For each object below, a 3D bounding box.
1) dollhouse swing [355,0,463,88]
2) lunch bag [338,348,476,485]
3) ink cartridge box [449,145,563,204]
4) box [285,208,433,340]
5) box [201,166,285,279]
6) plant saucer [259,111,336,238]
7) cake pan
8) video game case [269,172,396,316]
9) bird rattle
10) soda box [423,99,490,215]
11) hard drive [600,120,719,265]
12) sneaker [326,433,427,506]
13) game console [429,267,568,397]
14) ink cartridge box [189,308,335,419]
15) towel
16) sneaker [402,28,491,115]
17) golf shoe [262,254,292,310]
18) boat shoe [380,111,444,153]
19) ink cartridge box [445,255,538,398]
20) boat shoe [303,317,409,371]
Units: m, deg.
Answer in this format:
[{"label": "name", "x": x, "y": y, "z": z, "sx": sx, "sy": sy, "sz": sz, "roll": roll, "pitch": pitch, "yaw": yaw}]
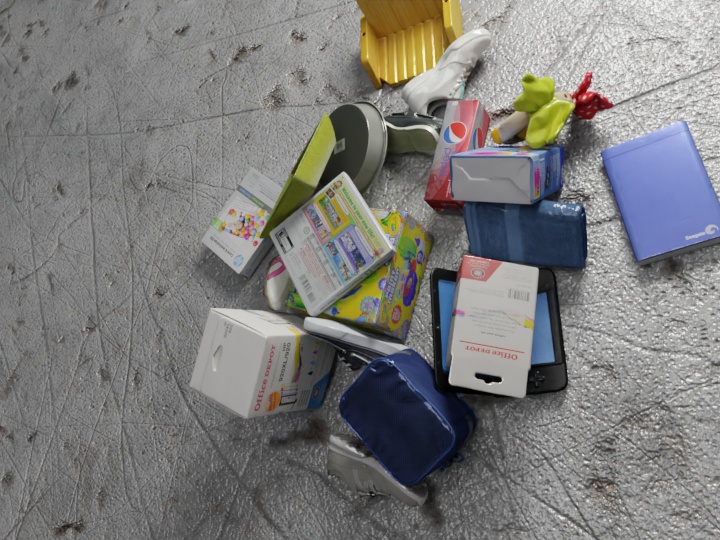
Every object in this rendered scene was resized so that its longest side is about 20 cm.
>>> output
[{"label": "dollhouse swing", "x": 0.077, "y": -0.500, "z": 1.278, "sx": 0.200, "sy": 0.176, "sz": 0.182, "roll": -11, "pitch": 66, "yaw": 26}, {"label": "lunch bag", "x": 0.084, "y": 0.225, "z": 1.012, "sx": 0.200, "sy": 0.132, "sz": 0.136, "roll": 48, "pitch": 112, "yaw": 15}, {"label": "ink cartridge box", "x": 0.247, "y": -0.162, "z": 1.062, "sx": 0.136, "sy": 0.200, "sz": 0.076, "roll": 7, "pitch": 106, "yaw": 31}, {"label": "box", "x": 0.000, "y": 0.000, "z": 1.166, "sx": 0.193, "sy": 0.122, "sz": 0.200, "roll": 10, "pitch": 77, "yaw": 33}, {"label": "box", "x": -0.237, "y": -0.105, "z": 1.397, "sx": 0.156, "sy": 0.041, "sz": 0.200, "roll": 37, "pitch": 94, "yaw": 35}, {"label": "plant saucer", "x": -0.112, "y": -0.171, "z": 1.245, "sx": 0.200, "sy": 0.048, "sz": 0.200, "roll": -49, "pitch": 17, "yaw": 49}, {"label": "cake pan", "x": -0.027, "y": -0.238, "z": 1.280, "sx": 0.200, "sy": 0.037, "sz": 0.200, "roll": -10, "pitch": 77, "yaw": 49}, {"label": "video game case", "x": -0.054, "y": -0.048, "z": 1.130, "sx": 0.182, "sy": 0.022, "sz": 0.200, "roll": -38, "pitch": 56, "yaw": 12}, {"label": "bird rattle", "x": 0.300, "y": -0.263, "z": 1.066, "sx": 0.163, "sy": 0.200, "sz": 0.113, "roll": -29, "pitch": 91, "yaw": 45}, {"label": "soda box", "x": 0.176, "y": -0.203, "z": 1.170, "sx": 0.063, "sy": 0.070, "sz": 0.200, "roll": 7, "pitch": 75, "yaw": 32}, {"label": "hard drive", "x": 0.462, "y": -0.120, "z": 0.995, "sx": 0.132, "sy": 0.025, "sz": 0.200, "roll": -19, "pitch": 63, "yaw": 23}, {"label": "sneaker", "x": 0.025, "y": 0.340, "z": 1.066, "sx": 0.200, "sy": 0.075, "sz": 0.082, "roll": 19, "pitch": 96, "yaw": 41}, {"label": "game console", "x": 0.213, "y": 0.088, "z": 1.010, "sx": 0.176, "sy": 0.116, "sz": 0.200, "roll": -11, "pitch": 67, "yaw": 27}, {"label": "ink cartridge box", "x": -0.165, "y": 0.158, "z": 1.140, "sx": 0.145, "sy": 0.200, "sz": 0.147, "roll": 18, "pitch": 96, "yaw": 34}, {"label": "towel", "x": 0.265, "y": -0.065, "z": 1.047, "sx": 0.200, "sy": 0.112, "sz": 0.049, "roll": 10, "pitch": 35, "yaw": 36}, {"label": "sneaker", "x": 0.179, "y": -0.367, "z": 1.240, "sx": 0.200, "sy": 0.075, "sz": 0.089, "roll": -39, "pitch": 69, "yaw": 20}, {"label": "golf shoe", "x": -0.120, "y": -0.009, "z": 1.240, "sx": 0.092, "sy": 0.073, "sz": 0.200, "roll": 0, "pitch": 50, "yaw": 30}, {"label": "boat shoe", "x": 0.088, "y": -0.274, "z": 1.253, "sx": 0.066, "sy": 0.075, "sz": 0.199, "roll": -46, "pitch": 34, "yaw": -24}, {"label": "ink cartridge box", "x": 0.192, "y": 0.088, "z": 0.964, "sx": 0.116, "sy": 0.068, "sz": 0.200, "roll": 11, "pitch": 68, "yaw": 3}, {"label": "boat shoe", "x": -0.008, "y": 0.136, "z": 1.096, "sx": 0.068, "sy": 0.200, "sz": 0.072, "roll": -68, "pitch": 18, "yaw": 3}]
